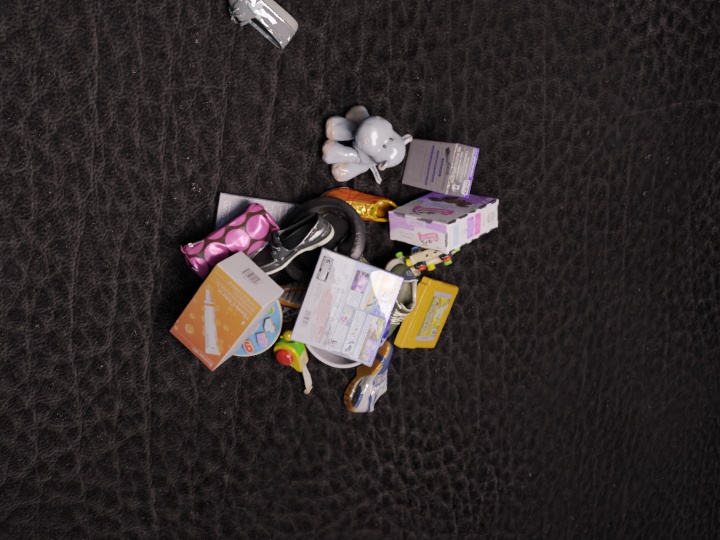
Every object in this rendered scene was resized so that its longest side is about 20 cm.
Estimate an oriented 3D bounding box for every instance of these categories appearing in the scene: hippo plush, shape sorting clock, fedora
[{"bbox_3d":[0.017,-0.253,1.323,0.159,0.161,0.200,-47,117,-6],"label":"hippo plush"},{"bbox_3d":[-0.264,0.094,1.314,0.199,0.039,0.201,3,107,10],"label":"shape sorting clock"},{"bbox_3d":[-0.080,-0.060,1.344,0.199,0.092,0.202,-1,83,8],"label":"fedora"}]

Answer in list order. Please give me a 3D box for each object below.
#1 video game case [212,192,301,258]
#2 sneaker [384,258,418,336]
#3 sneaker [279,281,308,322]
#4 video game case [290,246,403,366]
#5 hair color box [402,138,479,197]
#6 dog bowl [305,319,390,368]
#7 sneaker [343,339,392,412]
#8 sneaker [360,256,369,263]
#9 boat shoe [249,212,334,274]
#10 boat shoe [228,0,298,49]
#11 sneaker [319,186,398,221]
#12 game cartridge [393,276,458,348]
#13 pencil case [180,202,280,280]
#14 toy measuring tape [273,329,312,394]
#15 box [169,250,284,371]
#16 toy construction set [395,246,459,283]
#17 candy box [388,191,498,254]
[{"bbox_3d":[-0.221,-0.085,1.342,0.199,0.019,0.144,7,101,-25],"label":"video game case"},{"bbox_3d":[0.082,0.081,1.401,0.067,0.090,0.201,-4,117,-33],"label":"sneaker"},{"bbox_3d":[-0.156,0.076,1.353,0.199,0.078,0.078,1,126,20],"label":"sneaker"},{"bbox_3d":[-0.029,0.075,1.274,0.180,0.045,0.201,20,95,-7],"label":"video game case"},{"bbox_3d":[0.175,-0.233,1.379,0.064,0.200,0.110,6,102,-25],"label":"hair color box"},{"bbox_3d":[-0.035,0.112,1.382,0.079,0.199,0.201,-22,121,-64],"label":"dog bowl"},{"bbox_3d":[0.034,0.264,1.536,0.088,0.075,0.201,21,102,-39],"label":"sneaker"},{"bbox_3d":[0.000,0.000,1.434,0.200,0.076,0.076,35,90,-28],"label":"sneaker"},{"bbox_3d":[-0.154,-0.058,1.261,0.199,0.075,0.066,-24,140,4],"label":"boat shoe"},{"bbox_3d":[-0.216,-0.509,1.196,0.200,0.070,0.072,29,88,-31],"label":"boat shoe"},{"bbox_3d":[-0.001,-0.148,1.393,0.199,0.077,0.073,0,106,-23],"label":"sneaker"},{"bbox_3d":[0.166,0.108,1.509,0.200,0.032,0.177,12,101,-62],"label":"game cartridge"},{"bbox_3d":[-0.269,-0.064,1.268,0.200,0.091,0.094,-36,119,-14],"label":"pencil case"},{"bbox_3d":[-0.160,0.211,1.437,0.073,0.074,0.201,-23,132,-17],"label":"toy measuring tape"},{"bbox_3d":[-0.269,0.081,1.235,0.124,0.097,0.200,42,116,3],"label":"box"},{"bbox_3d":[0.164,-0.032,1.457,0.200,0.131,0.092,-34,74,3],"label":"toy construction set"},{"bbox_3d":[0.190,-0.117,1.399,0.200,0.167,0.072,-27,123,-40],"label":"candy box"}]
